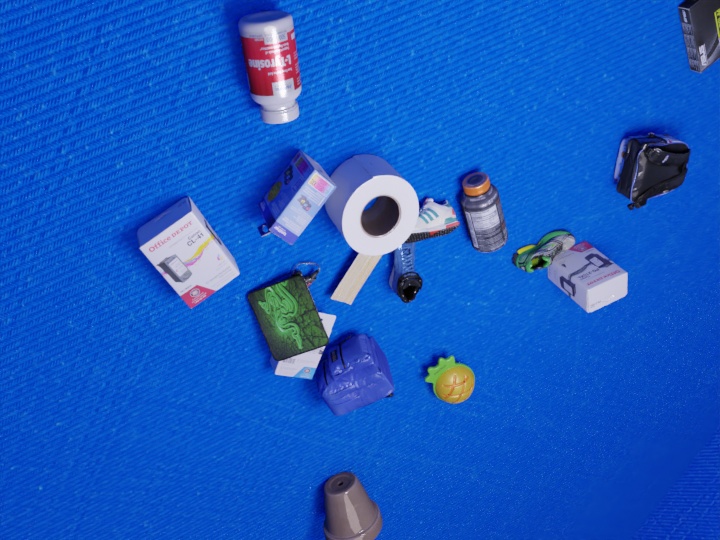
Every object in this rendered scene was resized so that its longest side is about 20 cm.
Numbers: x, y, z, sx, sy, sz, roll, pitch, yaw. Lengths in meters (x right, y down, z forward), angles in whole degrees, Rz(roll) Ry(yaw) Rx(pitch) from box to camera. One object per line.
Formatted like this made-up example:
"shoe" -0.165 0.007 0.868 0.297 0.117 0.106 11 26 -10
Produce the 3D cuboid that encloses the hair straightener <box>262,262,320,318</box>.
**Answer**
"hair straightener" -0.180 0.050 1.627 0.199 0.041 0.077 -43 126 11

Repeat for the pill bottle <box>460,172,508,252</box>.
"pill bottle" 0.324 -0.157 1.698 0.104 0.107 0.203 -27 126 -7

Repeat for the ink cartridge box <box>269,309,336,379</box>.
"ink cartridge box" -0.153 0.180 1.700 0.113 0.068 0.204 12 113 -28

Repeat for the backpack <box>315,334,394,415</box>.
"backpack" -0.030 0.282 1.766 0.197 0.164 0.170 -29 118 10

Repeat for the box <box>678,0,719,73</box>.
"box" 0.956 -0.675 1.721 0.192 0.048 0.201 -38 126 -3

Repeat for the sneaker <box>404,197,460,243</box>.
"sneaker" 0.162 -0.133 1.654 0.195 0.096 0.070 -12 165 -25

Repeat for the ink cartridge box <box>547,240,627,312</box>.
"ink cartridge box" 0.668 0.015 1.896 0.142 0.201 0.086 -22 126 -10

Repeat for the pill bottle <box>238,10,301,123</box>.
"pill bottle" -0.180 -0.414 1.314 0.109 0.113 0.205 -16 124 -15

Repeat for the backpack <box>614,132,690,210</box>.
"backpack" 0.827 -0.297 1.818 0.185 0.156 0.204 -8 128 -10

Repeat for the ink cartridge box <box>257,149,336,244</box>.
"ink cartridge box" -0.156 -0.155 1.461 0.076 0.137 0.201 31 103 -33

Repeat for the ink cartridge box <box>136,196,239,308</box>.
"ink cartridge box" -0.389 -0.038 1.456 0.146 0.086 0.202 -34 128 -2

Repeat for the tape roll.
"tape roll" 0.025 -0.158 1.541 0.197 0.140 0.208 -11 122 -18

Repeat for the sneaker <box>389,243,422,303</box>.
"sneaker" 0.125 -0.012 1.688 0.075 0.112 0.205 -4 120 -21

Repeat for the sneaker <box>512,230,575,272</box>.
"sneaker" 0.549 -0.046 1.878 0.196 0.085 0.079 -28 126 -8

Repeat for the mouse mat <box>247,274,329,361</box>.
"mouse mat" -0.181 0.124 1.622 0.157 0.008 0.204 -19 107 8

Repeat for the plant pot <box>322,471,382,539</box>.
"plant pot" -0.042 0.745 2.024 0.196 0.200 0.179 -21 108 -11

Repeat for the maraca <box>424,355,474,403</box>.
"maraca" 0.275 0.334 1.961 0.137 0.107 0.200 -43 126 5

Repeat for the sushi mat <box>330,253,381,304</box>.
"sushi mat" 0.000 0.000 1.682 0.095 0.012 0.202 15 113 -51
